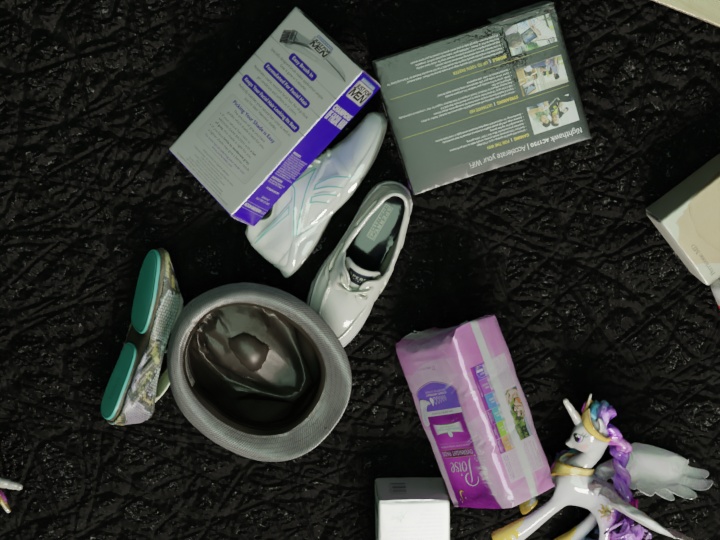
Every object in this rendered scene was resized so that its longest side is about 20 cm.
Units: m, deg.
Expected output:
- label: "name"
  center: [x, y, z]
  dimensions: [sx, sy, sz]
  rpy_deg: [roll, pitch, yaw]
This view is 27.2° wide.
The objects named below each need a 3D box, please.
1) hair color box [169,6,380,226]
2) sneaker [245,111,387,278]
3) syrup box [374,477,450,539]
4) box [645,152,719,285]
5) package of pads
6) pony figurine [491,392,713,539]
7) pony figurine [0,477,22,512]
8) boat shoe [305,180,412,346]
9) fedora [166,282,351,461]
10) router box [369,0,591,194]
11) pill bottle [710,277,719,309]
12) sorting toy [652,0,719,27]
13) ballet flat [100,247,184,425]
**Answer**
- label: "hair color box"
  center: [-0.088, -0.157, 1.529]
  dimensions: [0.200, 0.065, 0.109]
  rpy_deg: [-47, 69, 8]
- label: "sneaker"
  center: [-0.047, -0.091, 1.562]
  dimensions: [0.080, 0.070, 0.200]
  rpy_deg: [37, 97, -1]
- label: "syrup box"
  center: [0.058, 0.335, 1.639]
  dimensions: [0.081, 0.079, 0.201]
  rpy_deg: [-1, 101, -1]
- label: "box"
  center: [0.412, -0.084, 1.568]
  dimensions: [0.200, 0.078, 0.095]
  rpy_deg: [-39, 100, 6]
- label: "package of pads"
  center: [0.119, 0.151, 1.571]
  dimensions: [0.075, 0.120, 0.201]
  rpy_deg: [-21, 93, -30]
- label: "pony figurine"
  center: [0.264, 0.247, 1.604]
  dimensions: [0.193, 0.167, 0.200]
  rpy_deg: [30, 115, 3]
- label: "pony figurine"
  center: [-0.473, 0.184, 1.569]
  dimensions: [0.192, 0.167, 0.201]
  rpy_deg: [-19, 85, -3]
- label: "boat shoe"
  center: [0.000, 0.000, 1.581]
  dimensions: [0.072, 0.066, 0.200]
  rpy_deg: [30, 98, -7]
- label: "fedora"
  center: [-0.109, 0.100, 1.585]
  dimensions: [0.200, 0.090, 0.177]
  rpy_deg: [32, 98, -7]
- label: "router box"
  center: [0.125, -0.181, 1.556]
  dimensions: [0.199, 0.051, 0.150]
  rpy_deg: [-17, 102, 2]
- label: "pill bottle"
  center: [0.460, 0.078, 1.583]
  dimensions: [0.112, 0.112, 0.201]
  rpy_deg: [-25, 100, 3]
- label: "sorting toy"
  center: [0.345, -0.365, 1.518]
  dimensions: [0.199, 0.070, 0.199]
  rpy_deg: [20, 99, -5]
- label: "ballet flat"
  center: [-0.221, 0.073, 1.598]
  dimensions: [0.072, 0.072, 0.201]
  rpy_deg: [17, 100, -4]
